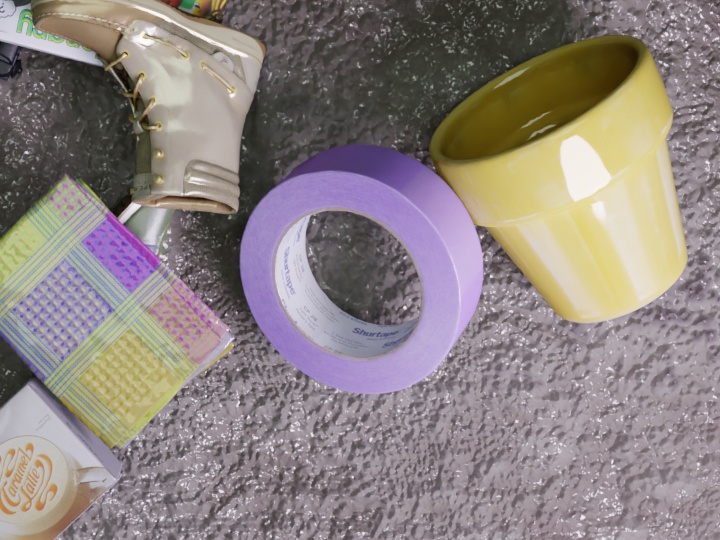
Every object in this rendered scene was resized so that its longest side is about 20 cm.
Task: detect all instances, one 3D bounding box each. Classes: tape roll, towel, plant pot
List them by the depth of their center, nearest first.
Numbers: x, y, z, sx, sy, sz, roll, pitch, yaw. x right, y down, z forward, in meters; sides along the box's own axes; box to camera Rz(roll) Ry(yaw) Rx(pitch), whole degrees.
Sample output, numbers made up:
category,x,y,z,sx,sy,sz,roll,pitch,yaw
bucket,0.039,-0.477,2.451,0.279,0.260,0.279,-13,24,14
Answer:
category,x,y,z,sx,sy,sz,roll,pitch,yaw
towel,-0.218,0.038,1.085,0.144,0.023,0.200,-44,100,1
tape roll,0.000,0.000,1.098,0.198,0.066,0.203,10,117,20
plant pot,0.185,-0.069,1.118,0.199,0.201,0.190,-32,113,-5

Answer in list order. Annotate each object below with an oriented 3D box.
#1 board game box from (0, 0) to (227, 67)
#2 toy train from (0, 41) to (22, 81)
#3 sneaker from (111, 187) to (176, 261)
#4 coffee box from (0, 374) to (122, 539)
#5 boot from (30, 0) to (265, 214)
category,x,y,z,sx,sy,sz,roll,pitch,yaw
board game box,-0.211,-0.235,1.097,0.198,0.035,0.128,11,94,-24
toy train,-0.274,-0.258,1.110,0.034,0.046,0.202,20,90,-8
sneaker,-0.199,0.001,1.129,0.090,0.067,0.200,43,87,-16
coffee box,-0.314,0.199,1.112,0.200,0.080,0.115,-42,97,-4
boot,-0.178,-0.134,1.056,0.198,0.072,0.158,13,79,-31
